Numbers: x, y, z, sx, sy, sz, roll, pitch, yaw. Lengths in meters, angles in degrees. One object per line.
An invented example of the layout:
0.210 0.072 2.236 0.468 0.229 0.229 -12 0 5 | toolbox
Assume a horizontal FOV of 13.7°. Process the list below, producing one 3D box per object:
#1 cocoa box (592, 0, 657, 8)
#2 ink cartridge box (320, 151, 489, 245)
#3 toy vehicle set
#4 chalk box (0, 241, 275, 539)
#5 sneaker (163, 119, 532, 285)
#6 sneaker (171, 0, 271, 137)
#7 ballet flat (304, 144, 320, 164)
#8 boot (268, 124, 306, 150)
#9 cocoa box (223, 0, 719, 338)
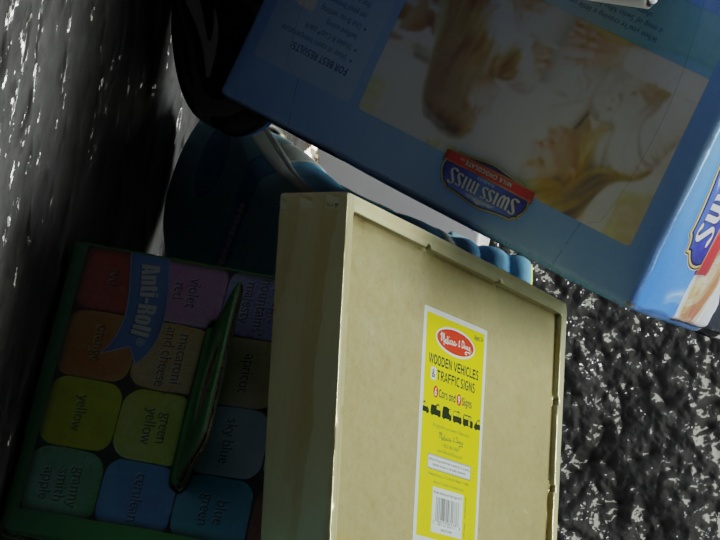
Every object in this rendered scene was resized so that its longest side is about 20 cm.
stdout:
0.016 -0.186 1.029 0.131 0.199 0.134 -73 170 -58 | cocoa box
0.022 -0.082 1.721 0.200 0.124 0.129 -70 168 -61 | ink cartridge box
0.024 0.054 1.094 0.200 0.026 0.125 25 65 -61 | toy vehicle set
-0.060 0.076 1.127 0.200 0.123 0.125 88 13 -60 | chalk box
0.000 0.000 1.266 0.080 0.130 0.200 -65 -150 14 | sneaker
-0.051 -0.148 1.196 0.083 0.070 0.201 -34 139 -54 | sneaker
-0.026 -0.110 1.574 0.067 0.046 0.201 74 26 -80 | ballet flat
-0.034 -0.111 1.402 0.200 0.069 0.175 -57 165 -60 | boot
0.075 -0.076 1.165 0.131 0.199 0.134 16 101 -62 | cocoa box
